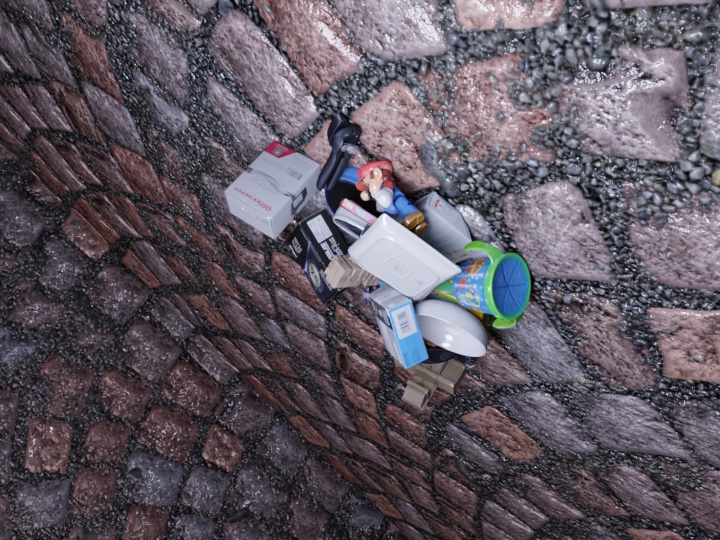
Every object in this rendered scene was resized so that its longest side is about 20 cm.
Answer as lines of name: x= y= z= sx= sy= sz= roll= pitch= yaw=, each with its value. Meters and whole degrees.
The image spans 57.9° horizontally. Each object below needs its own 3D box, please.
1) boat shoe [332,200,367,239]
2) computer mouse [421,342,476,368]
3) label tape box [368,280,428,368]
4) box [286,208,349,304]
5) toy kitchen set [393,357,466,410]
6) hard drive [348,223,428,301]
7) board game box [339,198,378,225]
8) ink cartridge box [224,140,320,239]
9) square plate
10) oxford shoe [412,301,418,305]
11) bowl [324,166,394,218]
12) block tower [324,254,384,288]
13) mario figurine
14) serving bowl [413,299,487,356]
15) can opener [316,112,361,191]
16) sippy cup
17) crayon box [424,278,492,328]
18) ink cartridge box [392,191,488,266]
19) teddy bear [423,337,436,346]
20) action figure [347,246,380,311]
boat shoe: x=0.024 y=-0.080 z=1.496 sx=0.199 sy=0.069 sz=0.072 roll=40 pitch=151 yaw=0
computer mouse: x=0.189 y=0.212 z=1.668 sx=0.196 sy=0.054 sz=0.138 roll=11 pitch=-165 yaw=-32
label tape box: x=0.075 y=0.119 z=1.497 sx=0.200 sy=0.065 sz=0.147 roll=31 pitch=141 yaw=68
box: x=-0.097 y=-0.034 z=1.705 sx=0.203 sy=0.085 sz=0.164 roll=59 pitch=157 yaw=2
toy kitchen set: x=0.166 y=0.256 z=1.784 sx=0.197 sy=0.164 sz=0.183 roll=23 pitch=148 yaw=26
hard drive: x=0.075 y=-0.012 z=1.440 sx=0.197 sy=0.038 sz=0.140 roll=30 pitch=156 yaw=-2
board game box: x=0.043 y=-0.096 z=1.408 sx=0.197 sy=0.020 sz=0.103 roll=32 pitch=-179 yaw=-7
ink cartridge box: x=-0.206 y=-0.195 z=1.558 sx=0.143 sy=0.201 sz=0.084 roll=29 pitch=151 yaw=17
square plate: x=0.083 y=-0.015 z=1.350 sx=0.196 sy=0.029 sz=0.200 roll=35 pitch=151 yaw=-8
oxford shoe: x=0.189 y=0.081 z=1.631 sx=0.198 sy=0.071 sz=0.075 roll=36 pitch=127 yaw=10
bowl: x=-0.003 y=-0.153 z=1.541 sx=0.198 sy=0.040 sz=0.203 roll=30 pitch=151 yaw=19
block tower: x=0.000 y=0.000 z=1.544 sx=0.054 sy=0.198 sz=0.058 roll=48 pitch=118 yaw=28
mario figurine: x=0.050 y=-0.143 z=1.367 sx=0.201 sy=0.104 sz=0.125 roll=52 pitch=144 yaw=30
serving bowl: x=0.206 y=0.121 z=1.492 sx=0.196 sy=0.067 sz=0.201 roll=24 pitch=162 yaw=8
can opener: x=-0.049 y=-0.246 z=1.427 sx=0.202 sy=0.062 sz=0.080 roll=114 pitch=147 yaw=-48
sippy cup: x=0.269 y=0.032 z=1.373 sx=0.137 sy=0.183 sz=0.129 roll=2 pitch=179 yaw=-38
crayon box: x=0.213 y=0.057 z=1.530 sx=0.196 sy=0.059 sz=0.120 roll=25 pitch=158 yaw=23
ink cartridge box: x=0.183 y=-0.079 z=1.435 sx=0.198 sy=0.051 sz=0.161 roll=33 pitch=154 yaw=-19
teddy bear: x=0.126 y=0.132 z=1.664 sx=0.199 sy=0.143 sz=0.068 roll=41 pitch=117 yaw=37
action figure: x=0.024 y=0.002 z=1.701 sx=0.129 sy=0.069 sz=0.204 roll=21 pitch=133 yaw=43
